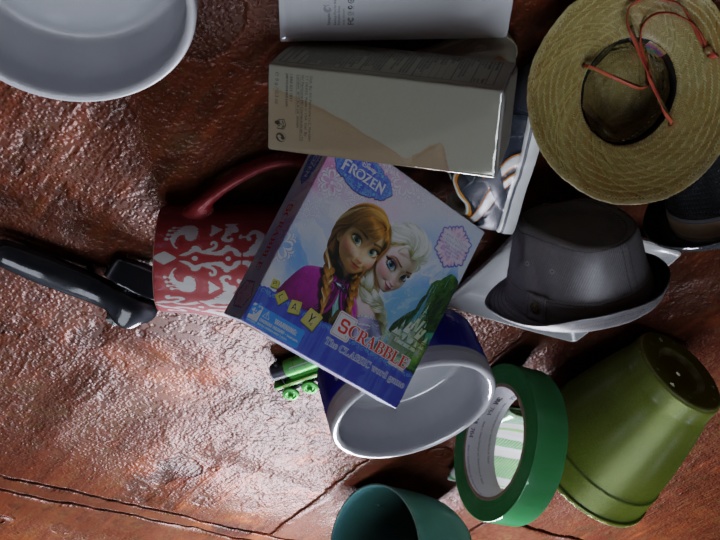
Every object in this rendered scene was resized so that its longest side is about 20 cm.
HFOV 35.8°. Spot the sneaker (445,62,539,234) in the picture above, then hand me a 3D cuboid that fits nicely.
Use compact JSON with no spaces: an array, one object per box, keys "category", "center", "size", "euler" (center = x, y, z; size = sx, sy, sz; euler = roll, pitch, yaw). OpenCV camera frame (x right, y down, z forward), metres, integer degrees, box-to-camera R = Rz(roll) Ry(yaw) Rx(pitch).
[{"category":"sneaker","center":[0.129,-0.116,1.069],"size":[0.079,0.079,0.201],"euler":[11,135,1]}]

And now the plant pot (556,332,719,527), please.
[{"category":"plant pot","center":[0.348,0.187,1.422],"size":[0.199,0.201,0.193],"euler":[19,125,-28]}]

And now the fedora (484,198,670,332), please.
[{"category":"fedora","center":[0.211,-0.015,1.120],"size":[0.176,0.200,0.091],"euler":[-23,114,-21]}]

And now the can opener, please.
[{"category":"can opener","center":[-0.307,0.010,1.218],"size":[0.199,0.079,0.063],"euler":[20,176,-24]}]

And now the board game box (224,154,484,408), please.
[{"category":"board game box","center":[0.000,0.000,1.066],"size":[0.199,0.200,0.041],"euler":[32,171,-31]}]

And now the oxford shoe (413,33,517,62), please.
[{"category":"oxford shoe","center":[0.052,-0.159,1.022],"size":[0.199,0.058,0.075],"euler":[-20,142,22]}]

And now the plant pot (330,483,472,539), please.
[{"category":"plant pot","center":[0.076,0.431,1.703],"size":[0.160,0.202,0.200],"euler":[14,141,-41]}]

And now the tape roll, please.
[{"category":"tape roll","center":[0.188,0.221,1.419],"size":[0.048,0.201,0.201],"euler":[14,140,-23]}]

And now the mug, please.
[{"category":"mug","center":[-0.107,-0.030,1.151],"size":[0.198,0.179,0.133],"euler":[2,179,-1]}]

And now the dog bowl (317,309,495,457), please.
[{"category":"dog bowl","center":[0.053,0.133,1.306],"size":[0.199,0.079,0.201],"euler":[-13,144,-10]}]

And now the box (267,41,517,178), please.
[{"category":"box","center":[0.028,-0.141,0.953],"size":[0.199,0.095,0.078],"euler":[9,116,13]}]

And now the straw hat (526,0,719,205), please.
[{"category":"straw hat","center":[0.236,-0.160,1.004],"size":[0.199,0.203,0.085],"euler":[-1,-175,-5]}]

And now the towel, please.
[{"category":"towel","center":[0.232,0.267,1.633],"size":[0.152,0.024,0.200],"euler":[13,140,-21]}]

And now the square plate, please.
[{"category":"square plate","center":[0.228,0.003,1.278],"size":[0.197,0.029,0.200],"euler":[16,139,-25]}]

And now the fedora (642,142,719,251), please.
[{"category":"fedora","center":[0.337,-0.103,1.048],"size":[0.200,0.201,0.092],"euler":[-23,110,23]}]

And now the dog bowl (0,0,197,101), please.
[{"category":"dog bowl","center":[-0.228,-0.231,0.877],"size":[0.198,0.079,0.201],"euler":[-3,144,-2]}]

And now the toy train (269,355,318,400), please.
[{"category":"toy train","center":[-0.028,0.110,1.385],"size":[0.199,0.042,0.056],"euler":[-21,130,21]}]

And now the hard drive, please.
[{"category":"hard drive","center":[0.030,-0.248,0.926],"size":[0.198,0.026,0.132],"euler":[-2,143,-4]}]
